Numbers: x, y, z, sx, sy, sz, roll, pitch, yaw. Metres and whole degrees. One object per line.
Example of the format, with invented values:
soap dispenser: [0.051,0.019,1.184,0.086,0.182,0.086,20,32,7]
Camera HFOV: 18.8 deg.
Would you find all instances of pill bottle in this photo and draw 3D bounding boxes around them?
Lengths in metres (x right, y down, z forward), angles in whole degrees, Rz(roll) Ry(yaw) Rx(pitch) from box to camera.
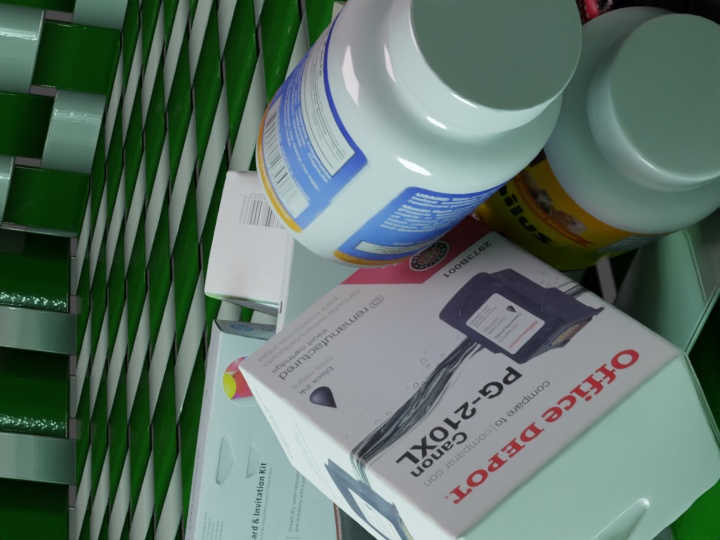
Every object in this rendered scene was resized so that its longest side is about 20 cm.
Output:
pill bottle: [0.028,-0.080,1.016,0.200,0.111,0.113,140,135,-65]
pill bottle: [0.124,-0.065,1.080,0.200,0.108,0.110,149,126,-73]

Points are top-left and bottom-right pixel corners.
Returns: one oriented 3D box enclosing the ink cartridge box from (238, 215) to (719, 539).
ink cartridge box: [0.057,0.070,1.060,0.200,0.144,0.085,34,157,49]

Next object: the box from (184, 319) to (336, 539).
box: [0.000,0.119,1.320,0.041,0.198,0.158,-141,58,-74]

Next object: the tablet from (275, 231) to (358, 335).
tablet: [0.036,0.011,1.248,0.014,0.199,0.132,6,89,52]

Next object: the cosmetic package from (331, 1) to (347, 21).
cosmetic package: [0.021,-0.082,1.533,0.073,0.102,0.202,-142,58,-73]

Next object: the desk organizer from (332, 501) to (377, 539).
desk organizer: [0.028,0.208,1.154,0.077,0.071,0.202,117,148,-82]

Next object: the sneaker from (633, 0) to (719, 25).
sneaker: [0.118,-0.209,1.051,0.084,0.199,0.122,51,-117,-81]

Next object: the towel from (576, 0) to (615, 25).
towel: [0.095,-0.178,1.189,0.200,0.022,0.146,146,126,-71]

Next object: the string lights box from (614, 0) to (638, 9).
string lights box: [0.131,-0.199,1.218,0.200,0.058,0.104,122,151,-61]

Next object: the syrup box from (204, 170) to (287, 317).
syrup box: [0.000,0.000,1.360,0.078,0.199,0.082,7,83,38]
